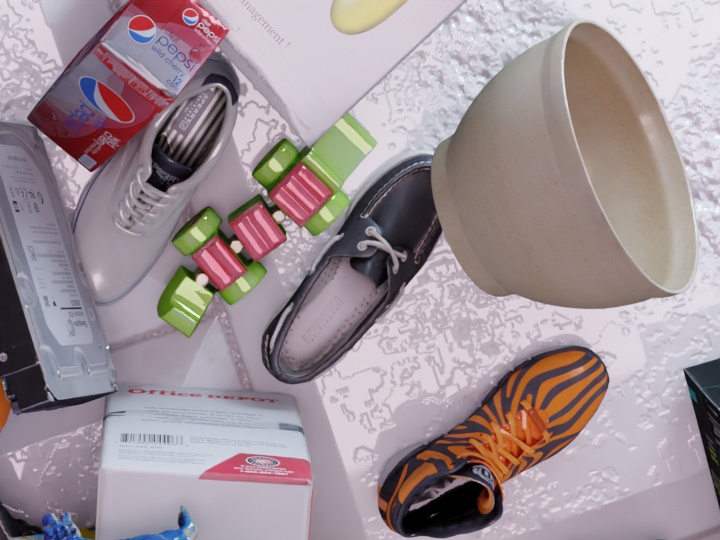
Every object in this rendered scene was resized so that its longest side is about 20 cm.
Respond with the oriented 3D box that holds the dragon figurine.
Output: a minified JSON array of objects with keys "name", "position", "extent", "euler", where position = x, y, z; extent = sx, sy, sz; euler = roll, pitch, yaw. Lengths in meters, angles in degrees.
[{"name":"dragon figurine","position":[-0.128,0.208,1.475],"extent":[0.099,0.200,0.059],"euler":[-25,130,-27]}]

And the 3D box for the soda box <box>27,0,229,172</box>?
[{"name":"soda box","position":[-0.160,-0.132,1.577],"extent":[0.063,0.200,0.070],"euler":[40,68,-11]}]

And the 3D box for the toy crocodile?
[{"name":"toy crocodile","position":[-0.070,-0.034,1.675],"extent":[0.200,0.062,0.068],"euler":[-41,101,2]}]

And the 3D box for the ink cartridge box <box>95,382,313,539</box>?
[{"name":"ink cartridge box","position":[-0.112,0.148,1.635],"extent":[0.143,0.200,0.085],"euler":[4,104,-5]}]

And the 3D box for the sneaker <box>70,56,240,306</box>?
[{"name":"sneaker","position":[-0.151,-0.062,1.657],"extent":[0.073,0.071,0.201],"euler":[27,99,-9]}]

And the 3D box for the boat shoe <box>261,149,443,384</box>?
[{"name":"boat shoe","position":[0.000,0.000,1.688],"extent":[0.074,0.060,0.200],"euler":[42,94,-10]}]

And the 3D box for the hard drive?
[{"name":"hard drive","position":[-0.229,-0.004,1.602],"extent":[0.038,0.140,0.202],"euler":[-18,85,13]}]

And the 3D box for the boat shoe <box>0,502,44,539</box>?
[{"name":"boat shoe","position":[-0.243,0.218,1.704],"extent":[0.064,0.072,0.201],"euler":[-22,105,-6]}]

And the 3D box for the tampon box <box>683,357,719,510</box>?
[{"name":"tampon box","position":[0.331,0.162,1.701],"extent":[0.125,0.150,0.202],"euler":[-17,102,-1]}]

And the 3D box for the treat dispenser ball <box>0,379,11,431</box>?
[{"name":"treat dispenser ball","position":[-0.334,0.065,1.598],"extent":[0.199,0.201,0.203],"euler":[-1,100,-5]}]

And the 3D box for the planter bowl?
[{"name":"planter bowl","position":[0.133,-0.059,1.638],"extent":[0.134,0.200,0.201],"euler":[-20,103,26]}]

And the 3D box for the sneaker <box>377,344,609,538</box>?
[{"name":"sneaker","position":[0.104,0.135,1.695],"extent":[0.199,0.112,0.078],"euler":[-38,102,2]}]

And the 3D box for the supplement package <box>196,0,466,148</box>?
[{"name":"supplement package","position":[-0.028,-0.228,1.600],"extent":[0.200,0.147,0.191],"euler":[-43,101,4]}]

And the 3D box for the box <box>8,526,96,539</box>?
[{"name":"box","position":[-0.123,0.267,1.615],"extent":[0.199,0.192,0.123],"euler":[23,104,36]}]
